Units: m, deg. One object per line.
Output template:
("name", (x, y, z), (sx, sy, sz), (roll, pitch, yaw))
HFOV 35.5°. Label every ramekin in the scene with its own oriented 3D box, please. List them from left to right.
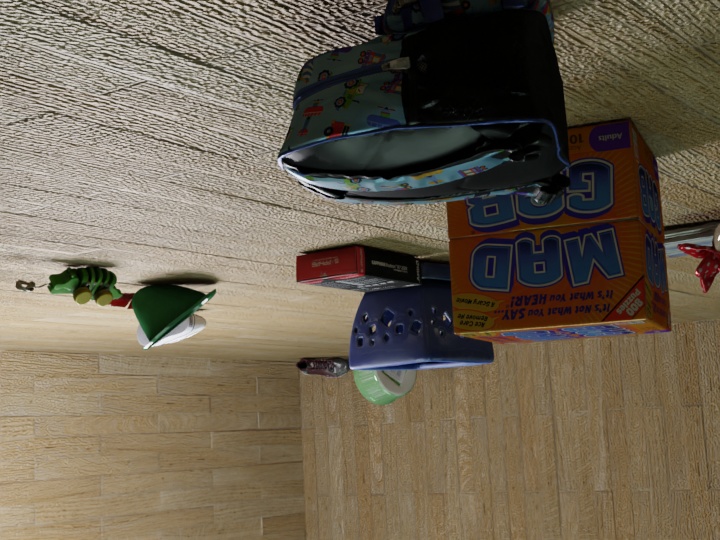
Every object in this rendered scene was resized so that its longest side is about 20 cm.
("ramekin", (0.085, 0.322, 3.591), (0.199, 0.201, 0.098), (3, 163, -36))

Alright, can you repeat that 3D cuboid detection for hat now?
("hat", (-0.396, 0.034, 2.081), (0.200, 0.176, 0.166), (-40, -179, -18))

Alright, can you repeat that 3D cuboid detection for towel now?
("towel", (0.544, -0.050, 1.812), (0.146, 0.024, 0.200), (-9, 171, 25))

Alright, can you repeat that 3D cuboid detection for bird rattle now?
("bird rattle", (0.568, -0.051, 1.637), (0.199, 0.113, 0.163), (1, 147, 4))

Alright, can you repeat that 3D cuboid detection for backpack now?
("backpack", (0.042, -0.117, 0.804), (0.199, 0.135, 0.183), (-6, 171, 15))

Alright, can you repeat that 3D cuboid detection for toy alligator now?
("toy alligator", (-0.462, 0.016, 1.829), (0.199, 0.059, 0.054), (9, 124, -48))

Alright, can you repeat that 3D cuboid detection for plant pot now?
("plant pot", (0.107, 0.085, 2.031), (0.199, 0.181, 0.199), (-11, 168, 42))

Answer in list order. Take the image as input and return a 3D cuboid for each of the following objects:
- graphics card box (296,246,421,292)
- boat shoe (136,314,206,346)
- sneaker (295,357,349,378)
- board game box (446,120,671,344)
("graphics card box", (0.000, 0.000, 1.866), (0.125, 0.051, 0.200), (-9, 168, 34))
("boat shoe", (-0.430, 0.136, 2.558), (0.199, 0.074, 0.065), (-9, 165, 42))
("sneaker", (-0.147, 0.354, 4.126), (0.199, 0.076, 0.115), (-6, 168, 22))
("board game box", (0.219, -0.031, 1.225), (0.199, 0.201, 0.200), (-6, 171, 22))
